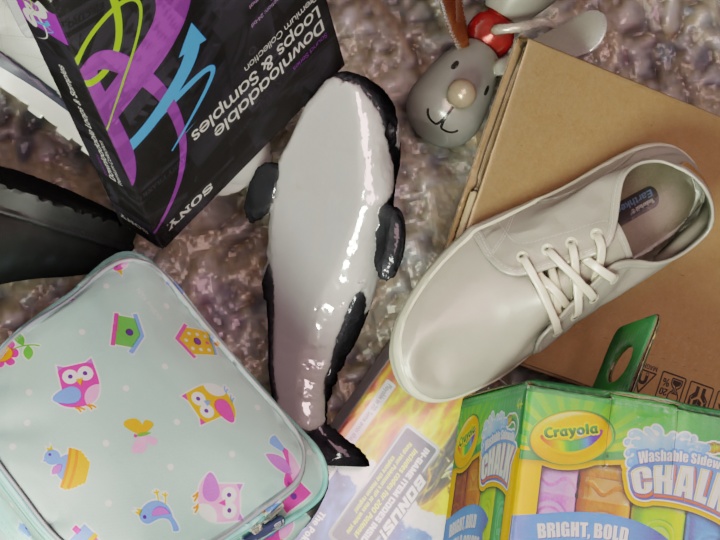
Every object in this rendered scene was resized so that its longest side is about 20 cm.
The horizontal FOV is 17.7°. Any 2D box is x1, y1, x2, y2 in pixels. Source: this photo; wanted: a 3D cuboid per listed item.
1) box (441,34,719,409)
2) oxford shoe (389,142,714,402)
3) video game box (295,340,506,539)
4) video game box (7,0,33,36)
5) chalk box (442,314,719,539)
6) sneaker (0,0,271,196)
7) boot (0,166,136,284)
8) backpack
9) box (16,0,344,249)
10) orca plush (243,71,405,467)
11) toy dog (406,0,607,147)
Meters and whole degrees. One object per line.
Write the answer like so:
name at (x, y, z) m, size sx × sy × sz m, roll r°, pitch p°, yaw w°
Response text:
box at (0.144, -0.015, 1.240) m, size 0.199 × 0.021 × 0.164 m, roll 19°, pitch 88°, yaw -22°
oxford shoe at (0.100, -0.001, 1.181) m, size 0.199 × 0.058 × 0.075 m, roll -33°, pitch 109°, yaw -13°
video game box at (0.042, 0.158, 1.219) m, size 0.182 × 0.047 × 0.200 m, roll 37°, pitch 77°, yaw -7°
video game box at (-0.134, -0.214, 1.158) m, size 0.182 × 0.047 × 0.201 m, roll -11°, pitch 70°, yaw -55°
chalk box at (0.115, 0.121, 1.154) m, size 0.123 × 0.125 × 0.201 m, roll 9°, pitch 79°, yaw -11°
sneaker at (-0.127, -0.112, 1.191) m, size 0.199 × 0.077 × 0.081 m, roll 30°, pitch 116°, yaw -8°
boot at (-0.221, 0.023, 1.164) m, size 0.197 × 0.073 × 0.163 m, roll 14°, pitch 98°, yaw -38°
backpack at (-0.133, 0.105, 1.104) m, size 0.200 × 0.153 × 0.176 m, roll -38°, pitch 82°, yaw -21°
box at (-0.080, -0.117, 1.094) m, size 0.036 × 0.200 × 0.143 m, roll 34°, pitch 70°, yaw 27°
orca plush at (0.000, 0.000, 1.191) m, size 0.071 × 0.105 × 0.202 m, roll -4°, pitch 91°, yaw -49°
toy dog at (0.098, -0.163, 1.247) m, size 0.131 × 0.096 × 0.201 m, roll 10°, pitch 81°, yaw -10°
